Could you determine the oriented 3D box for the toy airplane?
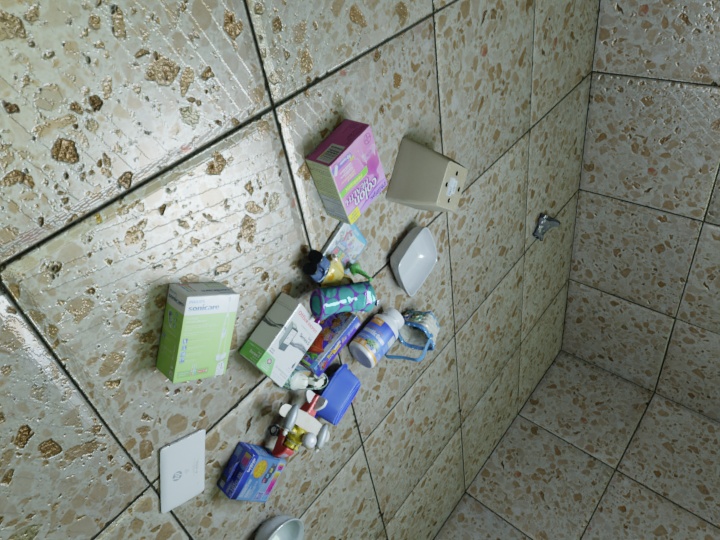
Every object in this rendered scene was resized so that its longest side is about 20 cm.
[{"bbox_3d":[-0.163,0.460,1.561,0.195,0.141,0.205,-9,120,-33],"label":"toy airplane"}]

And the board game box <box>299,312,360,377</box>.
[{"bbox_3d":[-0.110,0.193,1.541,0.201,0.132,0.045,-50,141,-22],"label":"board game box"}]

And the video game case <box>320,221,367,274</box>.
[{"bbox_3d":[-0.063,-0.044,1.575,0.203,0.017,0.144,-57,142,-14],"label":"video game case"}]

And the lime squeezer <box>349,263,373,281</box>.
[{"bbox_3d":[0.000,0.000,1.618,0.200,0.068,0.039,-137,-120,-85],"label":"lime squeezer"}]

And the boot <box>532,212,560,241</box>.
[{"bbox_3d":[0.975,-0.220,2.783,0.196,0.069,0.136,10,103,-42],"label":"boot"}]

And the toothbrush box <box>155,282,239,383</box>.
[{"bbox_3d":[-0.374,0.139,1.216,0.143,0.085,0.207,-2,110,-51],"label":"toothbrush box"}]

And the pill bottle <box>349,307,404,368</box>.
[{"bbox_3d":[0.060,0.222,1.794,0.200,0.110,0.114,-46,139,-26],"label":"pill bottle"}]

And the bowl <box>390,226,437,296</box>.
[{"bbox_3d":[0.179,-0.039,1.841,0.201,0.073,0.202,-52,140,-20],"label":"bowl"}]

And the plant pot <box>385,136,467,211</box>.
[{"bbox_3d":[0.226,-0.287,1.685,0.197,0.174,0.206,5,105,-53],"label":"plant pot"}]

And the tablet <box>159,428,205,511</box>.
[{"bbox_3d":[-0.460,0.520,1.368,0.128,0.013,0.207,-16,120,-47],"label":"tablet"}]

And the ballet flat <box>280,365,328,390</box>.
[{"bbox_3d":[-0.168,0.330,1.595,0.197,0.073,0.077,10,101,-54],"label":"ballet flat"}]

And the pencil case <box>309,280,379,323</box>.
[{"bbox_3d":[-0.047,0.086,1.488,0.195,0.084,0.096,-6,103,-35],"label":"pencil case"}]

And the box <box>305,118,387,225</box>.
[{"bbox_3d":[-0.033,-0.266,1.431,0.177,0.095,0.203,-48,140,-24],"label":"box"}]

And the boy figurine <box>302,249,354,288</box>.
[{"bbox_3d":[-0.088,0.020,1.511,0.199,0.063,0.127,39,74,-50],"label":"boy figurine"}]

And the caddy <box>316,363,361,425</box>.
[{"bbox_3d":[-0.082,0.403,1.718,0.203,0.103,0.142,-56,166,-15],"label":"caddy"}]

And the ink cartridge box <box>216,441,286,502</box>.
[{"bbox_3d":[-0.322,0.586,1.529,0.199,0.075,0.139,39,77,-51],"label":"ink cartridge box"}]

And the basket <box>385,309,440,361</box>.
[{"bbox_3d":[0.190,0.245,1.931,0.141,0.172,0.203,55,51,-33],"label":"basket"}]

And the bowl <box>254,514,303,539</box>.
[{"bbox_3d":[-0.284,0.879,1.716,0.199,0.089,0.207,-29,130,-41],"label":"bowl"}]

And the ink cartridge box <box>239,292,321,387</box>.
[{"bbox_3d":[-0.215,0.189,1.447,0.202,0.083,0.146,-55,142,-16],"label":"ink cartridge box"}]
